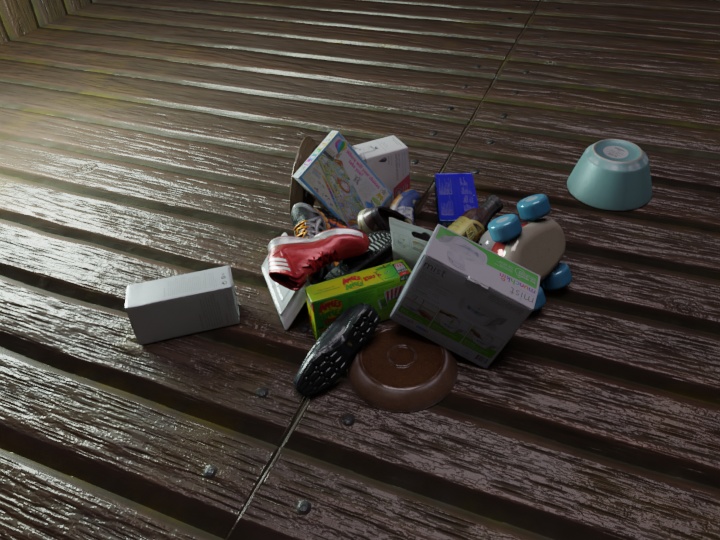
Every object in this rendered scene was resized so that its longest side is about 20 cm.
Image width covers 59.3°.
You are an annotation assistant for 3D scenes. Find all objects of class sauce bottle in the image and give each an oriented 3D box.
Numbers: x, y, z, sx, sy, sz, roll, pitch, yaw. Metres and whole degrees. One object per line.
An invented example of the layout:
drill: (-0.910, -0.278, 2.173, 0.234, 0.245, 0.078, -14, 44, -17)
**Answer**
sauce bottle: (0.228, -0.088, 1.354, 0.200, 0.066, 0.066, -43, 51, -17)

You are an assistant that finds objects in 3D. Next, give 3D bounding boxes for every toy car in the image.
toy car: (0.290, -0.035, 1.275, 0.176, 0.186, 0.199, -33, 18, -30)

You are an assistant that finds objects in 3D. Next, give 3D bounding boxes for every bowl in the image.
bowl: (0.604, -0.241, 1.511, 0.199, 0.106, 0.202, -2, 41, 2)

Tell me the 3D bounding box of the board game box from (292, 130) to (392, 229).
board game box: (-0.035, -0.187, 1.393, 0.135, 0.200, 0.034, -49, 30, -8)

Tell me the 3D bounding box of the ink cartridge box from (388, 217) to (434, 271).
ink cartridge box: (0.140, -0.018, 1.203, 0.161, 0.201, 0.057, 20, 50, 26)

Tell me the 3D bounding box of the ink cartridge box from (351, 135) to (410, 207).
ink cartridge box: (0.011, -0.216, 1.492, 0.198, 0.148, 0.083, -18, 37, -16)

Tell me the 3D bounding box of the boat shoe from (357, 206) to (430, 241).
boat shoe: (0.087, -0.080, 1.313, 0.065, 0.199, 0.073, -17, 55, 51)

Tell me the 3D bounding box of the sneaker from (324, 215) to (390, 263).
sneaker: (-0.020, -0.049, 1.352, 0.199, 0.079, 0.075, 29, 34, 29)

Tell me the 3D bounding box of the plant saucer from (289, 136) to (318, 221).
plant saucer: (-0.124, -0.205, 1.451, 0.029, 0.201, 0.201, 11, 41, 6)

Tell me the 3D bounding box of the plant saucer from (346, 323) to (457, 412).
plant saucer: (0.074, 0.162, 1.124, 0.198, 0.035, 0.201, -2, 41, 2)

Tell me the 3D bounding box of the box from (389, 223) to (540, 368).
box: (0.177, 0.048, 1.094, 0.199, 0.177, 0.097, 27, 44, 3)

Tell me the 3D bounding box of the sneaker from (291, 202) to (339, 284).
sneaker: (-0.103, -0.056, 1.301, 0.077, 0.078, 0.201, 5, 54, -49)

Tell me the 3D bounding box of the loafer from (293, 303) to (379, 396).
loafer: (-0.046, 0.139, 1.124, 0.201, 0.068, 0.070, -48, 23, -18)

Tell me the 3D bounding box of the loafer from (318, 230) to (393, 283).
loafer: (0.000, 0.000, 1.256, 0.200, 0.071, 0.073, -40, 41, -3)

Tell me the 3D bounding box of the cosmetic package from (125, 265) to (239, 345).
cosmetic package: (-0.339, 0.066, 1.219, 0.198, 0.102, 0.074, -10, 39, -10)

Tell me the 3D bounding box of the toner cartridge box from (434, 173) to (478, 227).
toner cartridge box: (0.226, -0.160, 1.490, 0.094, 0.043, 0.201, -1, 40, 4)

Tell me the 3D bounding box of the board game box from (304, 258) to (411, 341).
board game box: (-0.001, 0.056, 1.202, 0.198, 0.102, 0.048, -16, 40, -15)

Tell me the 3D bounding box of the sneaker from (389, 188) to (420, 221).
sneaker: (0.093, -0.101, 1.419, 0.088, 0.076, 0.200, 26, 56, 20)

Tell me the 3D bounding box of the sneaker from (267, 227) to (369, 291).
sneaker: (-0.079, -0.011, 1.191, 0.198, 0.079, 0.116, -9, 47, 8)

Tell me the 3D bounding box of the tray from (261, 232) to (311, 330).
tray: (-0.156, 0.016, 1.266, 0.022, 0.108, 0.200, 17, 27, -34)
